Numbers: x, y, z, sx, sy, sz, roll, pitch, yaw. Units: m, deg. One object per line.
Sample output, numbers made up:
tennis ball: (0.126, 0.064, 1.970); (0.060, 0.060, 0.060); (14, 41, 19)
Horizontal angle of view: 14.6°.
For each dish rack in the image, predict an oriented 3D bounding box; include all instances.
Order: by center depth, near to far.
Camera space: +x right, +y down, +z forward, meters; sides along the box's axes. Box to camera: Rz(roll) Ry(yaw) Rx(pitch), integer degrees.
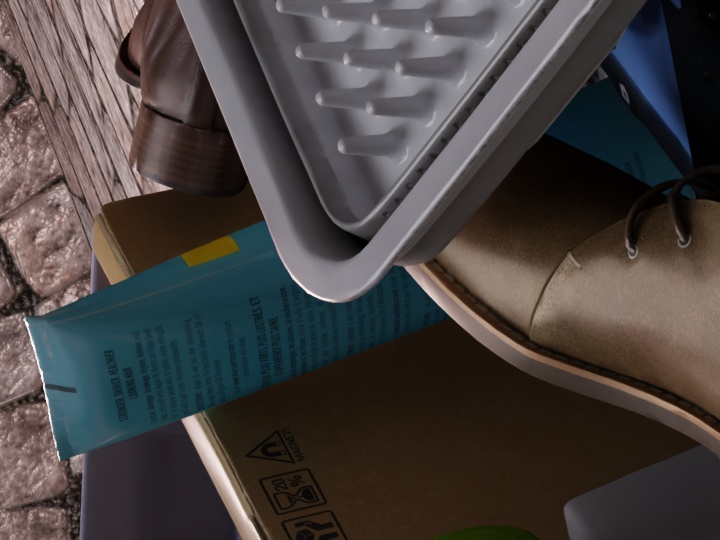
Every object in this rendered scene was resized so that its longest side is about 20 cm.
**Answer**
dish rack: (0.010, -0.111, 0.672); (0.172, 0.043, 0.201); (-51, 50, 40)

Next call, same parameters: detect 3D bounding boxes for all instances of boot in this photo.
boot: (0.082, -0.003, 0.690); (0.200, 0.073, 0.076); (33, 140, 33)
boot: (-0.027, -0.142, 0.934); (0.187, 0.064, 0.201); (-104, 29, -69)

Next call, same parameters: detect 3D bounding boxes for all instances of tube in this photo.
tube: (0.000, 0.000, 0.824); (0.078, 0.199, 0.051); (83, 162, -51)

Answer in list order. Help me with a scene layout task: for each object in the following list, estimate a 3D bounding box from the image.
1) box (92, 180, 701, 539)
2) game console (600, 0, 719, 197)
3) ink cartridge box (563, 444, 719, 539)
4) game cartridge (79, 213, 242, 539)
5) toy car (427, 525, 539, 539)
box: (0.024, 0.030, 0.878); (0.200, 0.163, 0.021); (-122, 27, -45)
game console: (0.065, -0.106, 0.742); (0.177, 0.031, 0.200); (78, 167, -46)
ink cartridge box: (0.139, 0.155, 0.746); (0.200, 0.085, 0.147); (-125, 16, -52)
game cartridge: (-0.027, 0.075, 0.910); (0.038, 0.129, 0.201); (93, 177, -61)
toy car: (0.051, 0.189, 0.787); (0.200, 0.157, 0.165); (31, -146, -54)
